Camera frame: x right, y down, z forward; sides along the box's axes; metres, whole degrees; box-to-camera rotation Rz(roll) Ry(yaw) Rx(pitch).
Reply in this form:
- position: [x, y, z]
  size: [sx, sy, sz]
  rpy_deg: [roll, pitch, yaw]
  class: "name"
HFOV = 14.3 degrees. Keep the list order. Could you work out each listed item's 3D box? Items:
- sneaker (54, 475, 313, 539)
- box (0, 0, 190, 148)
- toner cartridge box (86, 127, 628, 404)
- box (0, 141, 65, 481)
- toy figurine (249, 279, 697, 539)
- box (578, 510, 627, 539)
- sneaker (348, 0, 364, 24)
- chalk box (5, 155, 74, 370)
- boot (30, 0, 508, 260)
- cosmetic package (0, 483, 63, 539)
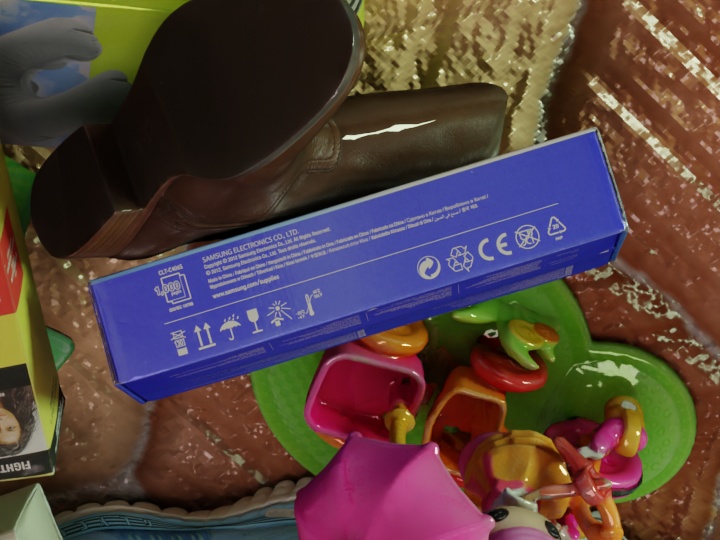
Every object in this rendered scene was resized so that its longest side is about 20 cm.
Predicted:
- position: [-0.086, 0.151, 1.280]
  size: [0.199, 0.090, 0.079]
  rpy_deg: [-15, 121, 16]
  class: "sneaker"
- position: [-0.142, -0.094, 1.088]
  size: [0.199, 0.048, 0.122]
  rpy_deg: [5, 156, -5]
  class: "box"
- position: [0.000, 0.000, 1.102]
  size: [0.199, 0.095, 0.043]
  rpy_deg: [-17, 84, -1]
  class: "toner cartridge box"
- position: [-0.163, -0.012, 1.056]
  size: [0.075, 0.050, 0.201]
  rpy_deg: [-6, 124, 2]
  class: "box"
- position: [0.044, 0.094, 1.166]
  size: [0.199, 0.184, 0.151]
  rpy_deg: [19, 121, -7]
  class: "toy figurine"
- position: [0.058, 0.182, 1.205]
  size: [0.117, 0.199, 0.060]
  rpy_deg: [44, 131, 30]
  class: "box"
- position: [-0.018, -0.152, 1.078]
  size: [0.075, 0.076, 0.201]
  rpy_deg: [36, 153, 30]
  class: "sneaker"
- position: [-0.216, 0.004, 1.179]
  size: [0.199, 0.124, 0.125]
  rpy_deg: [34, 121, -14]
  class: "chalk box"
- position: [0.001, -0.057, 1.073]
  size: [0.186, 0.199, 0.065]
  rpy_deg: [-27, 73, 45]
  class: "boot"
- position: [-0.214, 0.177, 1.230]
  size: [0.199, 0.073, 0.104]
  rpy_deg: [-19, 102, 6]
  class: "cosmetic package"
